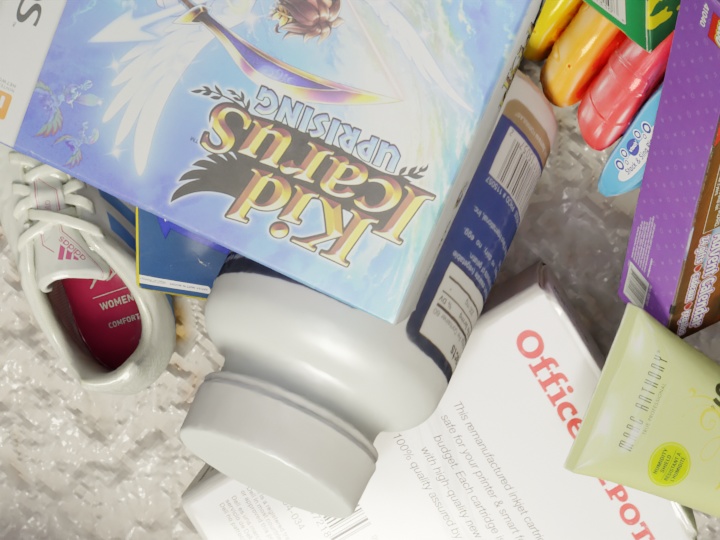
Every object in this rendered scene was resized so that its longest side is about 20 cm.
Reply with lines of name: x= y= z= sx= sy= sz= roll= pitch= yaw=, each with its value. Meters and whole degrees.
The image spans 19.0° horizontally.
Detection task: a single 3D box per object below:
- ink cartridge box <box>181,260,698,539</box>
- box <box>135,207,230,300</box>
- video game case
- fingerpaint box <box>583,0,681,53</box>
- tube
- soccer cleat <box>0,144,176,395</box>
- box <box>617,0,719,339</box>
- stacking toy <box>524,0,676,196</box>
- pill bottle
ink cartridge box: x=0.040 y=0.110 z=1.017 sx=0.199 sy=0.084 sz=0.146 roll=-31 pitch=94 yaw=10
box: x=-0.062 y=-0.089 z=0.978 sx=0.064 sy=0.070 sz=0.201 roll=9 pitch=115 yaw=16
video game case: x=-0.037 y=-0.102 z=0.843 sx=0.199 sy=0.045 sz=0.182 roll=24 pitch=103 yaw=7
fingerpaint box: x=0.103 y=-0.219 z=0.907 sx=0.167 sy=0.073 sz=0.200 roll=-43 pitch=67 yaw=-12
tube: x=0.178 y=0.088 z=0.969 sx=0.199 sy=0.058 sz=0.052 roll=27 pitch=132 yaw=-28
soccer cleat: x=-0.139 y=-0.035 z=1.015 sx=0.070 sy=0.086 sz=0.201 roll=-22 pitch=95 yaw=9
box: x=0.187 y=-0.065 z=0.909 sx=0.136 sy=0.200 sz=0.039 roll=-24 pitch=56 yaw=-20
stacking toy: x=0.086 y=-0.140 z=0.958 sx=0.200 sy=0.116 sz=0.110 roll=41 pitch=58 yaw=7
pill bottle: x=0.000 y=0.000 z=0.936 sx=0.111 sy=0.111 sz=0.201 roll=25 pitch=73 yaw=2
